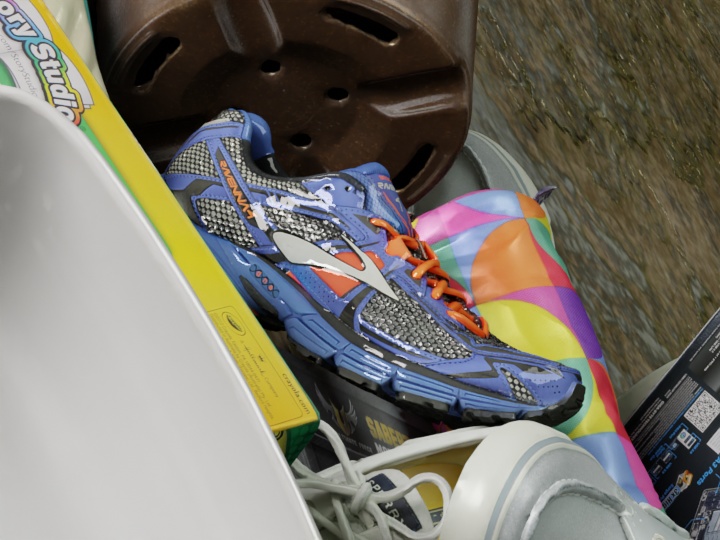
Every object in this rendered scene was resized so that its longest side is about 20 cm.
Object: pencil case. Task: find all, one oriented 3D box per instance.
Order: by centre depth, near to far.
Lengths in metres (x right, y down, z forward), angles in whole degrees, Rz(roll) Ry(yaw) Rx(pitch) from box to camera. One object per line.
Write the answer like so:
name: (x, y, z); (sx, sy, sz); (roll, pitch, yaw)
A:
pencil case: (0.071, 0.061, 1.131); (0.088, 0.088, 0.201); (27, 37, -55)

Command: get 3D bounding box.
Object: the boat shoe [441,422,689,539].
boat shoe: (0.091, 0.107, 0.953); (0.201, 0.071, 0.070); (40, 70, -59)

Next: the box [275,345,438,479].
box: (0.020, 0.130, 1.097); (0.200, 0.048, 0.159); (29, 35, -54)

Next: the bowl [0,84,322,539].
bowl: (-0.121, 0.075, 0.696); (0.201, 0.199, 0.075); (60, -23, 8)

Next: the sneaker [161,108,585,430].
sneaker: (0.000, 0.000, 1.051); (0.199, 0.079, 0.075); (28, 0, 18)

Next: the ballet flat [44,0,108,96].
ballet flat: (-0.119, -0.044, 1.008); (0.069, 0.069, 0.201); (26, 37, -57)

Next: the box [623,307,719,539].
box: (0.163, 0.117, 1.171); (0.046, 0.200, 0.159); (35, 6, -43)

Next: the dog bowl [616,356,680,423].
dog bowl: (0.176, 0.135, 1.243); (0.079, 0.200, 0.201); (36, 30, -42)

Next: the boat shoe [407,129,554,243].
boat shoe: (0.054, 0.004, 1.321); (0.071, 0.070, 0.202); (41, 30, -49)

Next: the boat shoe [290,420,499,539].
boat shoe: (-0.001, 0.092, 0.954); (0.201, 0.086, 0.075); (-11, 62, -41)

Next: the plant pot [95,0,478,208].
plant pot: (-0.032, -0.133, 1.163); (0.200, 0.199, 0.199); (43, 34, -38)

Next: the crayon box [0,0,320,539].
crayon box: (-0.116, -0.004, 0.837); (0.118, 0.058, 0.200); (-16, 63, -43)
